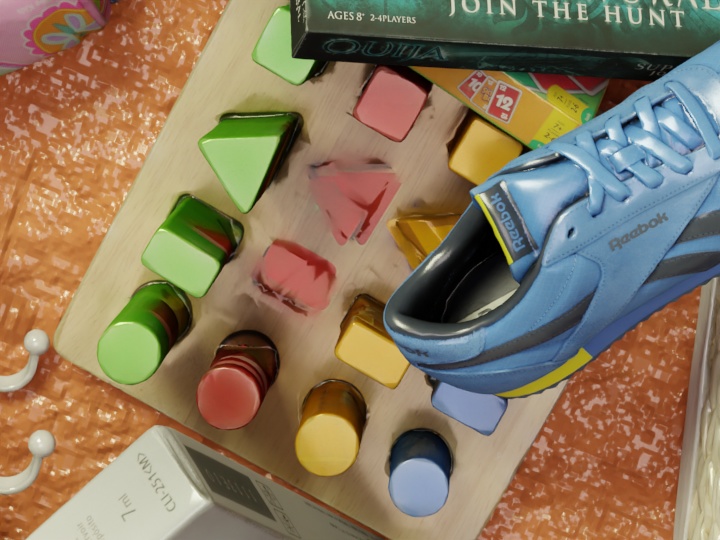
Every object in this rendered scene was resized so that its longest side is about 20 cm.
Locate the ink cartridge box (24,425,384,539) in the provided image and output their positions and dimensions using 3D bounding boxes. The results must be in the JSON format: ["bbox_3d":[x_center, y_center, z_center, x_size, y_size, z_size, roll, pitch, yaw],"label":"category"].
[{"bbox_3d":[-0.085,0.152,0.827,0.173,0.200,0.044,-42,59,7],"label":"ink cartridge box"}]

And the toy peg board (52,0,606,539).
[{"bbox_3d":[0.000,0.000,0.842,0.198,0.098,0.201,29,100,-2],"label":"toy peg board"}]

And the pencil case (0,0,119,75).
[{"bbox_3d":[-0.197,-0.105,0.846,0.198,0.087,0.088,-21,98,6],"label":"pencil case"}]

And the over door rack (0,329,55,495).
[{"bbox_3d":[-0.189,0.021,0.794,0.066,0.148,0.200,-39,122,17],"label":"over door rack"}]

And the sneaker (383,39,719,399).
[{"bbox_3d":[0.093,-0.026,0.751,0.200,0.078,0.066,-39,57,18],"label":"sneaker"}]

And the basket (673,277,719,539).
[{"bbox_3d":[0.203,0.050,0.825,0.134,0.123,0.202,5,99,1],"label":"basket"}]

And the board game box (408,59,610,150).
[{"bbox_3d":[0.011,-0.123,0.822,0.199,0.096,0.030,31,125,-1],"label":"board game box"}]

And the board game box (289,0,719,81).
[{"bbox_3d":[0.070,-0.140,0.792,0.198,0.028,0.137,2,72,-15],"label":"board game box"}]
